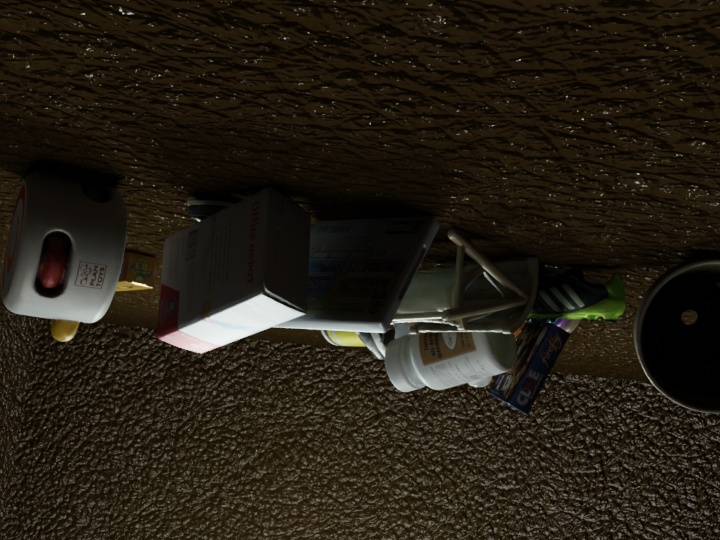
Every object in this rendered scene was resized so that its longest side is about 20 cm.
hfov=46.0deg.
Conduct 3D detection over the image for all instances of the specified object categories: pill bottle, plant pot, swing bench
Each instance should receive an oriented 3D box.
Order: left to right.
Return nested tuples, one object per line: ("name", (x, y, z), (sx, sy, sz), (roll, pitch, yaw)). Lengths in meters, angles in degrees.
("pill bottle", (0.011, 0.102, 1.780), (0.113, 0.116, 0.199), (14, 169, -36))
("swing bench", (0.123, 0.030, 1.244), (0.198, 0.132, 0.197), (16, 165, -40))
("pill bottle", (0.142, 0.130, 1.375), (0.198, 0.116, 0.114), (-21, 155, 34))
("plant pot", (0.470, 0.076, 1.167), (0.196, 0.204, 0.173), (5, -173, 10))

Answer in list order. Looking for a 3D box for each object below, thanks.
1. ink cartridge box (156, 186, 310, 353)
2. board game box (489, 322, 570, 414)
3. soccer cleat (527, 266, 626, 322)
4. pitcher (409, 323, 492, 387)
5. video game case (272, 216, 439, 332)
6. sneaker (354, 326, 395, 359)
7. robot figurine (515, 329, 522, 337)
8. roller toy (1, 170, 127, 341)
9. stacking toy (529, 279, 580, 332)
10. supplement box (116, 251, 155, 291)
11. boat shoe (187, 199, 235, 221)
("ink cartridge box", (-0.162, 0.005, 1.078), (0.198, 0.150, 0.085), (-19, 147, 33))
("board game box", (0.261, 0.149, 1.334), (0.034, 0.137, 0.200), (28, 176, 2))
("soccer cleat", (0.300, 0.037, 1.287), (0.197, 0.083, 0.067), (-1, 175, 23))
("pitcher", (0.194, 0.111, 1.635), (0.199, 0.174, 0.120), (32, 165, -38))
("video game case", (-0.016, 0.002, 1.086), (0.198, 0.183, 0.022), (0, 135, 35))
("sneaker", (-0.010, 0.067, 1.440), (0.084, 0.202, 0.075), (-21, -163, 28))
("robot figurine", (0.198, 0.074, 1.494), (0.197, 0.119, 0.144), (10, 167, -11))
("roller toy", (-0.383, -0.026, 1.114), (0.138, 0.203, 0.182), (11, 150, -28))
("stacking toy", (0.272, 0.042, 1.388), (0.198, 0.087, 0.085), (21, 164, -33))
("supplement box", (-0.494, 0.004, 1.734), (0.066, 0.070, 0.198), (14, 170, -41))
("boat shoe", (-0.165, -0.050, 1.187), (0.072, 0.063, 0.199), (4, 169, 36))
